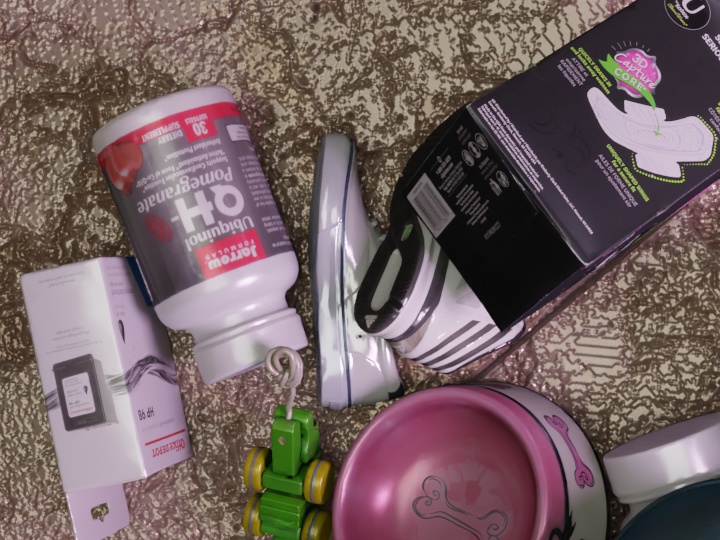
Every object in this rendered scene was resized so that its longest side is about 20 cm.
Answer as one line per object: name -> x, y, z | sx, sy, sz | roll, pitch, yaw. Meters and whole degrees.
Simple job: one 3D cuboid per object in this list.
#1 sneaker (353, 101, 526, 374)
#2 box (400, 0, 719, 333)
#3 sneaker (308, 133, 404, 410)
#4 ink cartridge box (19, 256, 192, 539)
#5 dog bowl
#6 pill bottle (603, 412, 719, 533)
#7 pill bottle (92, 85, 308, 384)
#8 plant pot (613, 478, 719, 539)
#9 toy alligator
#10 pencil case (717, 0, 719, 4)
sneaker -> 0.079, -0.018, 1.128 | 0.076, 0.115, 0.201 | 2, 61, 52
box -> 0.154, -0.077, 1.022 | 0.200, 0.149, 0.125 | -33, 83, -23
sneaker -> 0.000, 0.000, 1.144 | 0.070, 0.073, 0.201 | -2, 94, -8
ink cartridge box -> -0.180, 0.093, 1.153 | 0.066, 0.116, 0.201 | -13, 89, 11
dog bowl -> 0.067, 0.168, 1.084 | 0.199, 0.074, 0.201 | -10, 70, 28
pill bottle -> 0.245, 0.205, 1.063 | 0.114, 0.114, 0.201 | -21, 87, 12
pill bottle -> -0.111, -0.024, 1.138 | 0.110, 0.111, 0.201 | -23, 86, 12
plant pot -> 0.223, 0.236, 0.915 | 0.199, 0.188, 0.201 | 1, 92, 14
toy alligator -> -0.047, 0.135, 1.130 | 0.059, 0.054, 0.201 | 11, 115, 17
pencil case -> 0.273, -0.200, 1.064 | 0.083, 0.091, 0.201 | -29, 84, 11
